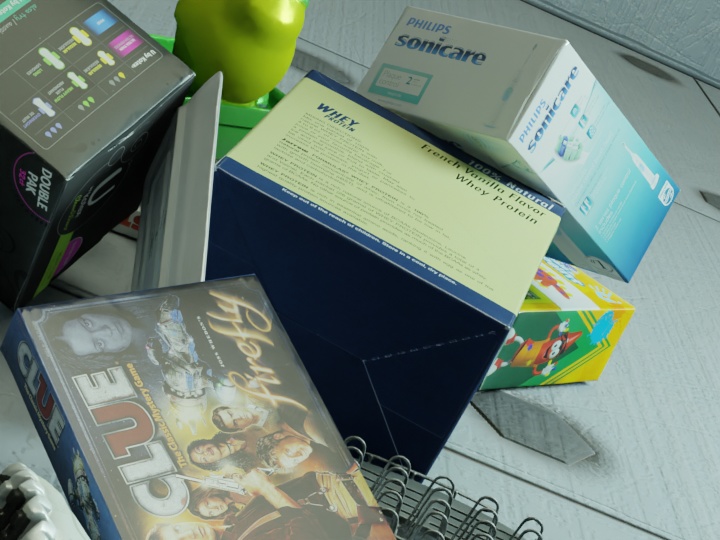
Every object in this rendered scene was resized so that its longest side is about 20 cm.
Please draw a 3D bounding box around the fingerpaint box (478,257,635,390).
[{"bbox_3d":[0.082,0.008,1.430,0.200,0.073,0.167,37,22,32],"label":"fingerpaint box"}]

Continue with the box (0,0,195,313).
[{"bbox_3d":[-0.225,-0.105,1.104,0.200,0.149,0.124,40,51,5],"label":"box"}]

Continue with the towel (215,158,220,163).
[{"bbox_3d":[-0.069,-0.016,1.316,0.147,0.022,0.200,3,37,-40],"label":"towel"}]

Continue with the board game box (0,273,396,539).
[{"bbox_3d":[-0.071,0.096,0.878,0.135,0.035,0.200,-9,56,-35],"label":"board game box"}]

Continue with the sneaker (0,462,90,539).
[{"bbox_3d":[-0.120,0.155,0.767,0.081,0.075,0.200,30,14,-35],"label":"sneaker"}]

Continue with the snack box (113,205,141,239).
[{"bbox_3d":[-0.125,-0.033,1.350,0.200,0.024,0.072,21,19,-13],"label":"snack box"}]

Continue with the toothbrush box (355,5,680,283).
[{"bbox_3d":[0.112,-0.088,1.308,0.146,0.085,0.200,20,-16,40],"label":"toothbrush box"}]

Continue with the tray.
[{"bbox_3d":[-0.110,-0.013,1.056,0.022,0.107,0.200,16,47,-16],"label":"tray"}]

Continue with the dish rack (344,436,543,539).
[{"bbox_3d":[0.036,0.146,1.009,0.153,0.055,0.200,26,17,-1],"label":"dish rack"}]

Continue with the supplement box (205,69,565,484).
[{"bbox_3d":[0.000,0.000,1.182,0.200,0.134,0.200,29,28,2],"label":"supplement box"}]

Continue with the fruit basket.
[{"bbox_3d":[-0.127,-0.161,1.426,0.155,0.216,0.216,38,22,34],"label":"fruit basket"}]
